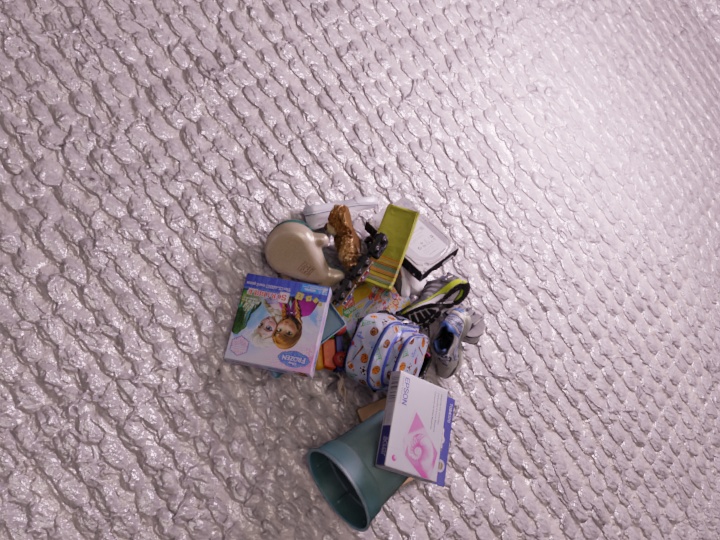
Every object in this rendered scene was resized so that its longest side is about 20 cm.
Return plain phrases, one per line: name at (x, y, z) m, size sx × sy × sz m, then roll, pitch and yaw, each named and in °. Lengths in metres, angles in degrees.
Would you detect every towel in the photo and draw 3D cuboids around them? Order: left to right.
towel at (0.067, -0.057, 1.574) m, size 0.085 × 0.018 × 0.203 m, roll 17°, pitch 76°, yaw 16°

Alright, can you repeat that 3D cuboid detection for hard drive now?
hard drive at (0.124, -0.080, 1.627) m, size 0.139 × 0.038 × 0.200 m, roll -32°, pitch 64°, yaw -30°

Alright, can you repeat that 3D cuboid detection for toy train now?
toy train at (-0.090, 0.211, 1.531) m, size 0.114 × 0.085 × 0.204 m, roll 0°, pitch 75°, yaw -15°
toy train at (0.000, 0.000, 1.539) m, size 0.034 × 0.046 × 0.201 m, roll 29°, pitch 77°, yaw 33°

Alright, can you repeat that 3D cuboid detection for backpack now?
backpack at (0.054, 0.189, 1.513) m, size 0.189 × 0.152 × 0.204 m, roll 17°, pitch 87°, yaw -52°

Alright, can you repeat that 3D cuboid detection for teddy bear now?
teddy bear at (-0.035, -0.056, 1.595) m, size 0.066 × 0.201 × 0.147 m, roll -13°, pitch 47°, yaw 13°

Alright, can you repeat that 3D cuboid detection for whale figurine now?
whale figurine at (-0.128, -0.033, 1.563) m, size 0.199 × 0.159 × 0.104 m, roll 38°, pitch 22°, yaw -16°

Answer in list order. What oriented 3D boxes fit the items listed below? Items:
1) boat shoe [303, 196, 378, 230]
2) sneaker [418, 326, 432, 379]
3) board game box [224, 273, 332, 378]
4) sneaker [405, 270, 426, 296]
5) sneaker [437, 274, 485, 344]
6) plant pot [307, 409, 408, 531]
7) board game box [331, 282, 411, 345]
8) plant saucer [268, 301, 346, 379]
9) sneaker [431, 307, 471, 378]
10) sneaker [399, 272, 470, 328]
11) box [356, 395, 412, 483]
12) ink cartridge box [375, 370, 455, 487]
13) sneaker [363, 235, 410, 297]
boat shoe at (-0.047, -0.138, 1.665) m, size 0.197 × 0.073 × 0.068 m, roll -11°, pitch 95°, yaw -19°
sneaker at (0.146, 0.198, 1.634) m, size 0.079 × 0.086 × 0.203 m, roll 24°, pitch 54°, yaw -20°
board game box at (-0.179, 0.120, 1.481) m, size 0.196 × 0.041 × 0.203 m, roll 9°, pitch 69°, yaw 8°
sneaker at (0.130, -0.036, 1.693) m, size 0.077 × 0.099 × 0.203 m, roll -14°, pitch 82°, yaw -39°
sneaker at (0.242, 0.119, 1.720) m, size 0.080 × 0.116 × 0.200 m, roll -30°, pitch 58°, yaw -12°
plant pot at (0.021, 0.417, 1.454) m, size 0.195 × 0.200 × 0.202 m, roll -30°, pitch 89°, yaw -30°
board game box at (0.032, 0.097, 1.646) m, size 0.198 × 0.034 × 0.136 m, roll -30°, pitch 90°, yaw -30°
plant saucer at (-0.128, 0.155, 1.500) m, size 0.199 × 0.019 × 0.070 m, roll -37°, pitch 79°, yaw -11°
sneaker at (0.205, 0.186, 1.633) m, size 0.077 × 0.203 × 0.085 m, roll 29°, pitch 39°, yaw 33°
sneaker at (0.172, 0.074, 1.660) m, size 0.198 × 0.081 × 0.075 m, roll -28°, pitch 127°, yaw -10°
box at (0.092, 0.397, 1.596) m, size 0.161 × 0.021 × 0.203 m, roll -17°, pitch 85°, yaw -29°
ink cartridge box at (0.132, 0.338, 1.426) m, size 0.198 × 0.043 × 0.200 m, roll 25°, pitch 64°, yaw -29°
sneaker at (0.062, -0.010, 1.650) m, size 0.081 × 0.077 × 0.202 m, roll -23°, pitch 58°, yaw 4°
